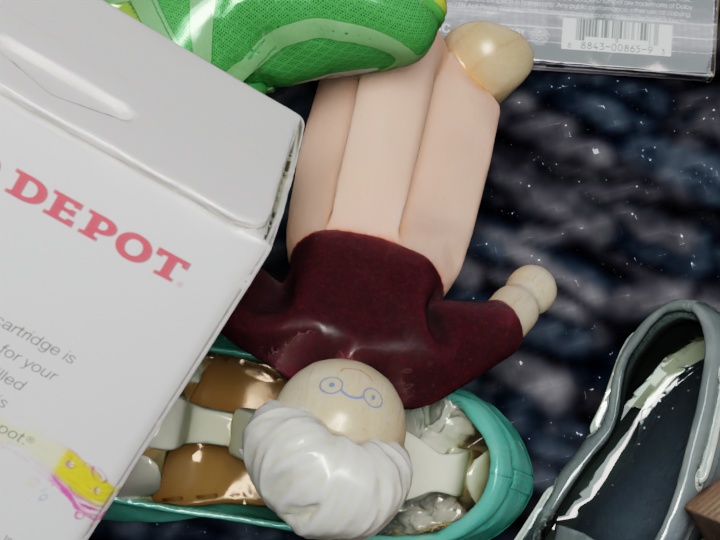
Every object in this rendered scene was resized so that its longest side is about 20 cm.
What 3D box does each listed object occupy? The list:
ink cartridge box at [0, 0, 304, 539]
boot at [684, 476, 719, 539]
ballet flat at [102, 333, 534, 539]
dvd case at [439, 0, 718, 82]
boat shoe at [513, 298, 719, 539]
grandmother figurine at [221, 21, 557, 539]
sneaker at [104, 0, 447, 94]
[{"bbox_3d":[-0.127,0.012,0.870,0.147,0.086,0.200,30,117,-9],"label":"ink cartridge box"},{"bbox_3d":[0.104,0.135,0.844,0.200,0.155,0.077,-35,111,-13],"label":"boot"},{"bbox_3d":[-0.042,0.050,0.957,0.199,0.070,0.068,8,81,0],"label":"ballet flat"},{"bbox_3d":[0.052,-0.168,1.024,0.148,0.016,0.201,4,81,0],"label":"dvd case"},{"bbox_3d":[0.065,0.096,0.945,0.073,0.062,0.200,25,73,40],"label":"boat shoe"},{"bbox_3d":[0.000,0.000,0.929,0.121,0.061,0.200,5,48,6],"label":"grandmother figurine"},{"bbox_3d":[-0.071,-0.059,0.929,0.199,0.074,0.084,-8,74,2],"label":"sneaker"}]
